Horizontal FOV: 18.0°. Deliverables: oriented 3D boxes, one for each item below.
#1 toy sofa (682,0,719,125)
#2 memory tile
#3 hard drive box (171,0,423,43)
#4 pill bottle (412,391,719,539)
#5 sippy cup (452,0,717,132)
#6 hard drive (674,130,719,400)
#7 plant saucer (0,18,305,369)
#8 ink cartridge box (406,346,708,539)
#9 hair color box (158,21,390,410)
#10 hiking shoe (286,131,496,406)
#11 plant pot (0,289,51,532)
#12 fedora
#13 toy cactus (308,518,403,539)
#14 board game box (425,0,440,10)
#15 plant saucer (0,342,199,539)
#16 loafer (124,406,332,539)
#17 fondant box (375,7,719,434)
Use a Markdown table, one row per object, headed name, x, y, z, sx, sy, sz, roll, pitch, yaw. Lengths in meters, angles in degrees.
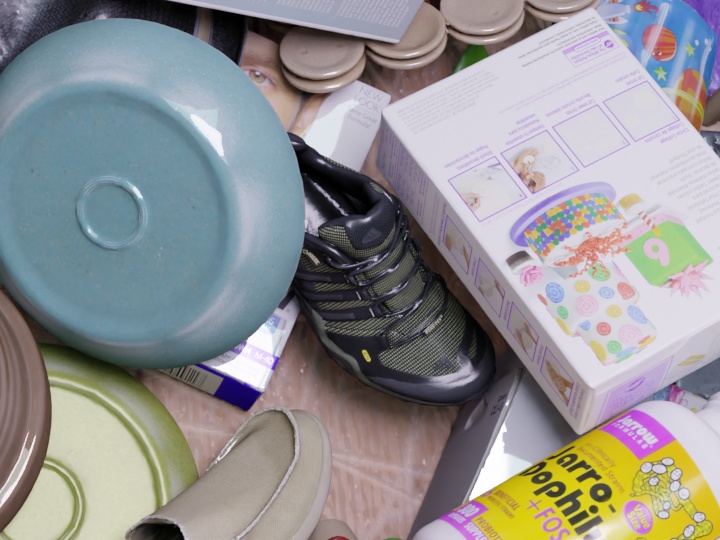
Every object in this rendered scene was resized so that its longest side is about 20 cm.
| name | x | y | z | sx | sy | sz | roll | pitch | yaw |
| --- | --- | --- | --- | --- | --- | --- | --- | --- | --- |
| toy sofa | 0.258 | -0.192 | 1.442 | 0.097 | 0.083 | 0.200 | 17 | 73 | -8 |
| memory tile | 0.034 | -0.179 | 1.365 | 0.200 | 0.017 | 0.153 | -16 | 49 | -10 |
| hard drive box | -0.070 | -0.217 | 1.281 | 0.200 | 0.077 | 0.156 | 7 | 38 | -36 |
| pill bottle | 0.133 | 0.134 | 1.169 | 0.200 | 0.104 | 0.104 | -28 | 83 | -16 |
| sippy cup | 0.150 | -0.099 | 1.368 | 0.178 | 0.140 | 0.131 | 27 | 69 | -7 |
| hard drive | 0.249 | 0.015 | 1.408 | 0.135 | 0.042 | 0.200 | 3 | 75 | -12 |
| plant saucer | -0.130 | -0.035 | 1.237 | 0.200 | 0.036 | 0.200 | 5 | 109 | 16 |
| ink cartridge box | 0.145 | 0.145 | 1.300 | 0.200 | 0.145 | 0.145 | 28 | 73 | -3 |
| hair color box | -0.071 | -0.032 | 1.343 | 0.109 | 0.065 | 0.200 | 24 | 71 | -5 |
| hiking shoe | 0.000 | 0.000 | 1.265 | 0.200 | 0.101 | 0.076 | 41 | 72 | -3 |
| plant pot | -0.274 | 0.068 | 1.236 | 0.200 | 0.093 | 0.201 | -1 | 69 | 2 |
| fedora | -0.163 | -0.143 | 1.305 | 0.200 | 0.092 | 0.201 | -4 | 67 | 10 |
| toy cactus | -0.007 | 0.209 | 1.264 | 0.102 | 0.200 | 0.165 | -13 | 39 | -9 |
| board game box | -0.043 | -0.218 | 1.419 | 0.200 | 0.019 | 0.103 | 10 | 75 | -9 |
| plant saucer | -0.186 | 0.136 | 1.293 | 0.200 | 0.031 | 0.200 | 3 | 75 | -11 |
| loafer | -0.085 | 0.150 | 1.261 | 0.068 | 0.076 | 0.200 | 51 | 58 | -34 |
| fondant box | 0.121 | -0.030 | 1.221 | 0.144 | 0.058 | 0.200 | -27 | 63 | -19 |
